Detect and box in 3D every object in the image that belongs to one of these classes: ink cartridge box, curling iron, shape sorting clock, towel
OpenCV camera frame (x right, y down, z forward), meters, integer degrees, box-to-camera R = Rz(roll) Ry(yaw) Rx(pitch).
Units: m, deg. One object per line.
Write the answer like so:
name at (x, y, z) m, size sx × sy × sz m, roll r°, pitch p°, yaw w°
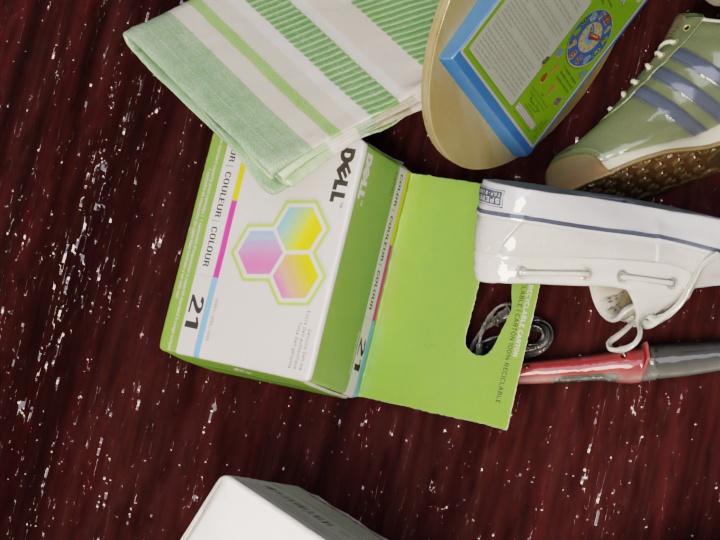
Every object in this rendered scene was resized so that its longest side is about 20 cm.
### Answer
ink cartridge box at (0.000, 0.000, 1.282) m, size 0.199 × 0.076 × 0.149 m, roll 10°, pitch 83°, yaw 26°
curling iron at (0.162, 0.045, 1.295) m, size 0.199 × 0.026 × 0.050 m, roll 1°, pitch 83°, yaw 9°
shape sorting clock at (0.100, -0.151, 1.248) m, size 0.039 × 0.200 × 0.200 m, roll 36°, pitch 88°, yaw 30°
ink cartridge box at (-0.017, 0.187, 1.214) m, size 0.147 × 0.200 × 0.086 m, roll 31°, pitch 88°, yaw 13°
towel at (-0.016, -0.134, 1.293) m, size 0.200 × 0.023 × 0.153 m, roll -30°, pitch 58°, yaw -25°

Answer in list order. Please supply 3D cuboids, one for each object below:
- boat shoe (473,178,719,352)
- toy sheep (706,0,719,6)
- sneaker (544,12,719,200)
boat shoe at (0.155, 0.004, 1.254) m, size 0.201 × 0.075 × 0.087 m, roll 8°, pitch 97°, yaw -25°
toy sheep at (0.247, -0.196, 1.228) m, size 0.199 × 0.138 × 0.138 m, roll 21°, pitch 85°, yaw 8°
sneaker at (0.196, -0.107, 1.299) m, size 0.199 × 0.067 × 0.090 m, roll -20°, pitch 70°, yaw 6°
